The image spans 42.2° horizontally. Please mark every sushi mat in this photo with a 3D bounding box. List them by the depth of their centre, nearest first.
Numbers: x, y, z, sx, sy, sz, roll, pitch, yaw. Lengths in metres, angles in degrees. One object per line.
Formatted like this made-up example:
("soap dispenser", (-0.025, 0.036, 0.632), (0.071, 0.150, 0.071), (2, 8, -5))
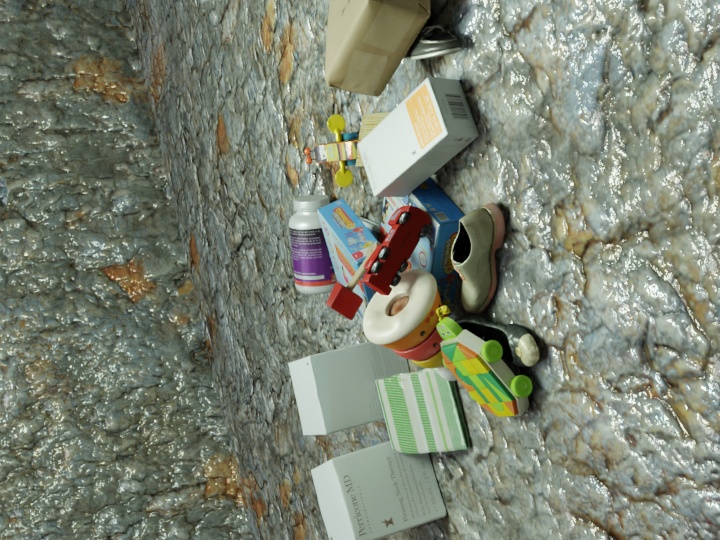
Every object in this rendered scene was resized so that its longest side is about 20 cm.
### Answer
("sushi mat", (0.058, -0.226, 1.596), (0.199, 0.012, 0.097), (8, 89, 53))

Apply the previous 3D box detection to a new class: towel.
("towel", (0.111, 0.257, 1.702), (0.199, 0.023, 0.155), (-19, 83, 49))

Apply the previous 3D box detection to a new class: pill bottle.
("pill bottle", (-0.096, -0.057, 2.021), (0.112, 0.111, 0.204), (-153, 55, -63))

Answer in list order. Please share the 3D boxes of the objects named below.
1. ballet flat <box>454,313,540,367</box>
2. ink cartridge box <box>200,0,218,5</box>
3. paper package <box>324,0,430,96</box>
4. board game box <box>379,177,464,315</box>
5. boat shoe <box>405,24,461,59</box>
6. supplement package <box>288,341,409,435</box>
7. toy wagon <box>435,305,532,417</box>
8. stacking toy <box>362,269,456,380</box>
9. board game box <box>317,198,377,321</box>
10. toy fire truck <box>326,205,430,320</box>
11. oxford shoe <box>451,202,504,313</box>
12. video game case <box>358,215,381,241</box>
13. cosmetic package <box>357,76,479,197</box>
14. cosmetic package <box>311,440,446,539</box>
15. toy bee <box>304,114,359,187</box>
("ballet flat", (0.204, 0.111, 1.422), (0.199, 0.056, 0.068), (15, 116, 62))
("ink cartridge box", (-0.374, -0.805, 2.392), (0.175, 0.083, 0.204), (172, 87, -68))
("paper package", (0.023, -0.413, 1.463), (0.200, 0.102, 0.193), (128, 148, -54))
("board game box", (0.102, -0.053, 1.606), (0.201, 0.055, 0.198), (-125, 32, -46))
("boat shoe", (0.096, -0.364, 1.459), (0.200, 0.066, 0.058), (-150, 47, -67))
("supplement package", (-0.017, 0.228, 1.844), (0.150, 0.197, 0.154), (154, 104, -67))
("toy wagon", (0.175, 0.142, 1.433), (0.200, 0.040, 0.155), (49, 159, -5))
("stacking toy", (0.112, 0.109, 1.536), (0.200, 0.146, 0.146), (45, 174, -29))
("board game box", (0.000, 0.000, 1.736), (0.200, 0.055, 0.198), (-127, 17, -50))
("toy fire truck", (0.029, -0.013, 1.528), (0.202, 0.048, 0.141), (-61, 19, -8))
("oxford shoe", (0.167, -0.013, 1.433), (0.071, 0.073, 0.202), (51, 148, 46))
("video game case", (0.029, 0.004, 1.861), (0.182, 0.022, 0.204), (-151, 55, -63))
("cosmetic package", (0.087, -0.207, 1.475), (0.200, 0.070, 0.103), (-38, 64, 47))
("cosmetic package", (0.032, 0.434, 1.822), (0.166, 0.197, 0.170), (133, 122, -64))
("toy bee", (-0.049, -0.226, 1.833), (0.200, 0.107, 0.133), (139, 116, -65))
